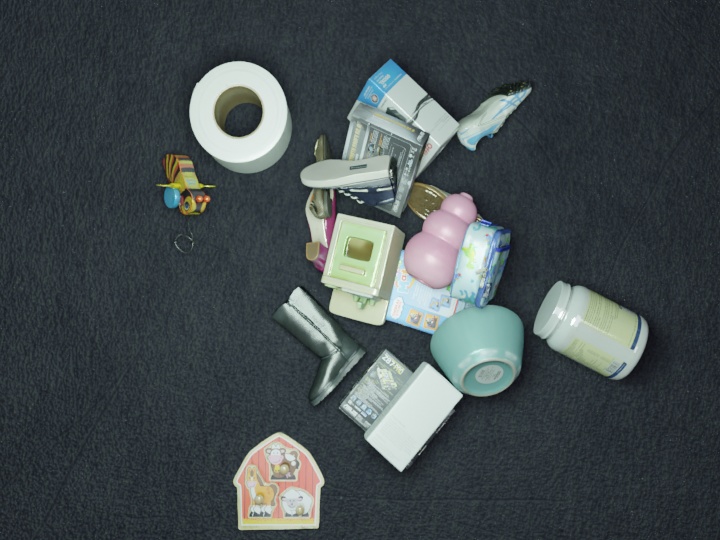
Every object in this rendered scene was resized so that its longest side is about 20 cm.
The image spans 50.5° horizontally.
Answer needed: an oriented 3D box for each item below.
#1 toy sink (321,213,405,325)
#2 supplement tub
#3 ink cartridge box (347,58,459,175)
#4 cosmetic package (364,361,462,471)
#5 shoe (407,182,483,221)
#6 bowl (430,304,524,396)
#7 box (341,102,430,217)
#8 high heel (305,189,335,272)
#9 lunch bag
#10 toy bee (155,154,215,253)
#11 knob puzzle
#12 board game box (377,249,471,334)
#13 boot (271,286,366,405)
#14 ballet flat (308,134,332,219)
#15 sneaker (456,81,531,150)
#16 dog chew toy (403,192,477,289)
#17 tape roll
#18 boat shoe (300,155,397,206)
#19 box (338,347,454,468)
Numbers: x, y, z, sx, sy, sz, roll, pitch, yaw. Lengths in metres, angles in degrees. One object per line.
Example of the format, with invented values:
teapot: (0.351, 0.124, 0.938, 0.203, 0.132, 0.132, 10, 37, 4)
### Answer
toy sink: (0.000, 0.000, 1.577, 0.128, 0.112, 0.204, 14, 87, 17)
supplement tub: (0.475, 0.121, 1.582, 0.197, 0.145, 0.147, 27, 88, 0)
ink cartridge box: (0.087, -0.308, 1.580, 0.200, 0.145, 0.084, 43, 59, 1)
cosmetic package: (0.107, 0.297, 1.561, 0.101, 0.074, 0.201, 42, 85, -1)
shoe: (0.183, -0.127, 1.636, 0.198, 0.053, 0.071, 31, 111, 4)
bowl: (0.246, 0.178, 1.543, 0.196, 0.106, 0.203, -4, 133, -4)
box: (0.041, -0.222, 1.560, 0.156, 0.202, 0.049, 25, 47, 9)
high heel: (-0.070, -0.095, 1.638, 0.066, 0.096, 0.204, -9, 66, 24)
lunch bag: (0.241, -0.017, 1.511, 0.081, 0.200, 0.164, 16, 97, 16)
toy bee: (-0.351, -0.158, 1.595, 0.130, 0.108, 0.203, -35, 100, -46)
knob puzzle: (-0.174, 0.448, 1.619, 0.215, 0.030, 0.225, 0, 88, -1)
board game box: (0.150, 0.056, 1.633, 0.196, 0.037, 0.154, 17, 88, -1)
boot: (-0.111, 0.157, 1.610, 0.200, 0.066, 0.165, 44, 79, -3)
ballet flat: (-0.085, -0.197, 1.599, 0.045, 0.068, 0.204, -8, 65, 13)
sneaker: (0.289, -0.336, 1.639, 0.199, 0.072, 0.073, -39, 124, -8)
dog chew toy: (0.172, -0.066, 1.560, 0.123, 0.125, 0.202, 30, 87, 0)
tape roll: (-0.244, -0.314, 1.587, 0.198, 0.139, 0.207, 0, 89, -2)
boat shoe: (-0.018, -0.169, 1.531, 0.196, 0.075, 0.094, -3, 133, 13)
box: (0.076, 0.291, 1.619, 0.199, 0.049, 0.162, 40, 90, 0)
